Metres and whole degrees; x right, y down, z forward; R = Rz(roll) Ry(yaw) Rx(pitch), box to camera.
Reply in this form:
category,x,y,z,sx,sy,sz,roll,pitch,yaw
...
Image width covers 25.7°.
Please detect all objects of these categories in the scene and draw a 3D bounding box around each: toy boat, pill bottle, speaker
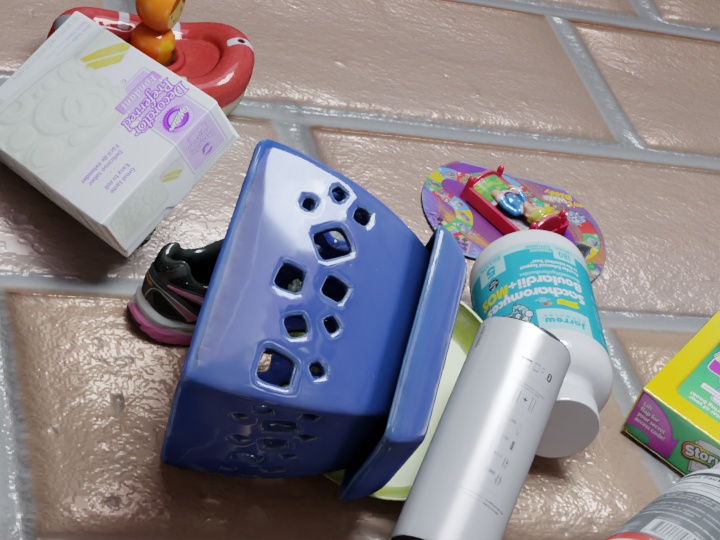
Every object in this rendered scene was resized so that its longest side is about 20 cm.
category,x,y,z,sx,sy,sz,roll,pitch,yaw
toy boat,-0.197,-0.224,1.525,0.199,0.131,0.131,7,40,-19
pill bottle,0.265,0.225,1.231,0.116,0.116,0.199,41,41,23
speaker,0.093,0.139,1.215,0.081,0.081,0.201,24,64,2
pill bottle,0.158,0.065,1.372,0.110,0.111,0.201,11,39,-14

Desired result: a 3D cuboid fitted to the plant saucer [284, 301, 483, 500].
category,x,y,z,sx,sy,sz,roll,pitch,yaw
plant saucer,0.024,0.098,1.289,0.198,0.031,0.201,5,61,-9

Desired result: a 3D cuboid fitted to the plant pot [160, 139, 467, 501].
category,x,y,z,sx,sy,sz,roll,pitch,yaw
plant pot,-0.032,0.053,1.170,0.179,0.200,0.201,19,65,-4

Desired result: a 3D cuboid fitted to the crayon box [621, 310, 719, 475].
category,x,y,z,sx,sy,sz,roll,pitch,yaw
crayon box,0.361,0.145,1.423,0.200,0.059,0.172,36,41,17

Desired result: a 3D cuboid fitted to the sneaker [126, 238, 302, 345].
category,x,y,z,sx,sy,sz,roll,pitch,yaw
sneaker,-0.090,0.014,1.329,0.199,0.087,0.081,-4,46,-31

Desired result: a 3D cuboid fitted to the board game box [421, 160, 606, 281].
category,x,y,z,sx,sy,sz,roll,pitch,yaw
board game box,0.162,-0.064,1.586,0.199,0.039,0.159,15,38,-10

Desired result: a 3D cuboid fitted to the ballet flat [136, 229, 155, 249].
category,x,y,z,sx,sy,sz,roll,pitch,yaw
ballet flat,-0.212,-0.092,1.420,0.074,0.074,0.201,-6,50,-32

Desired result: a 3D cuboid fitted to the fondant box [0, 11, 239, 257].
category,x,y,z,sx,sy,sz,roll,pitch,yaw
fondant box,-0.224,-0.122,1.363,0.200,0.058,0.144,34,75,32
